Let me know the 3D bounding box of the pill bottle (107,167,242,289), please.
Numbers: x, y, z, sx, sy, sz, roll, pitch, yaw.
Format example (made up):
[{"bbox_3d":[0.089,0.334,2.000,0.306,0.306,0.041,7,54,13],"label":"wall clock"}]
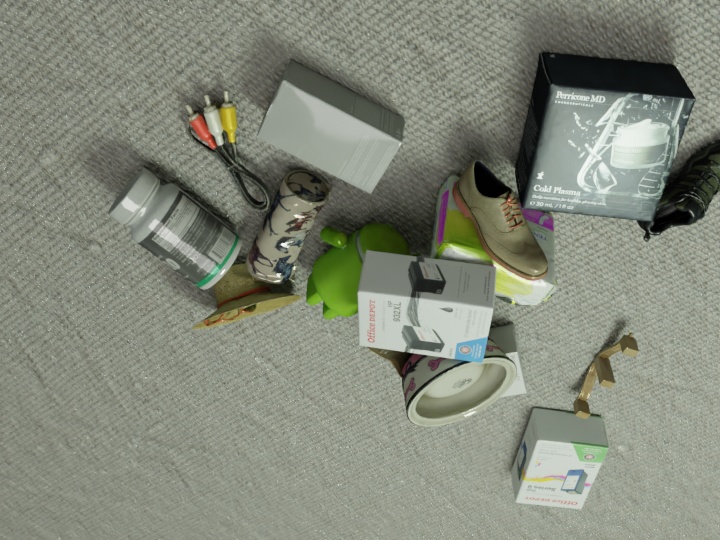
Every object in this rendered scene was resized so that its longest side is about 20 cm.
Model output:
[{"bbox_3d":[-0.302,-0.069,1.273,0.200,0.114,0.113,39,121,-22],"label":"pill bottle"}]

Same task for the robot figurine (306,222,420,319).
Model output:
[{"bbox_3d":[0.000,0.000,1.297,0.199,0.116,0.175,-34,120,26],"label":"robot figurine"}]

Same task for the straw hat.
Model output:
[{"bbox_3d":[-0.208,0.034,1.354,0.199,0.201,0.086,-19,82,18],"label":"straw hat"}]

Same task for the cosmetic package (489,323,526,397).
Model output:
[{"bbox_3d":[0.198,0.178,1.435,0.198,0.085,0.108,-12,122,15],"label":"cosmetic package"}]

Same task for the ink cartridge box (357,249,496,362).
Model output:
[{"bbox_3d":[0.098,0.056,1.180,0.198,0.084,0.146,7,142,7],"label":"ink cartridge box"}]

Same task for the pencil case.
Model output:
[{"bbox_3d":[-0.117,-0.070,1.278,0.089,0.078,0.201,11,129,-25],"label":"pencil case"}]

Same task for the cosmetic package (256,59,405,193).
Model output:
[{"bbox_3d":[-0.044,-0.213,1.161,0.199,0.091,0.107,28,125,-12],"label":"cosmetic package"}]

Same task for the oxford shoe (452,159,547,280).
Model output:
[{"bbox_3d":[0.208,-0.074,1.137,0.201,0.070,0.075,52,152,19],"label":"oxford shoe"}]

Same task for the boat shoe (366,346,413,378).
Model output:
[{"bbox_3d":[0.071,0.128,1.332,0.074,0.067,0.200,-35,130,12],"label":"boat shoe"}]

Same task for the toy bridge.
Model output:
[{"bbox_3d":[0.448,0.184,1.428,0.027,0.068,0.201,16,128,-8],"label":"toy bridge"}]

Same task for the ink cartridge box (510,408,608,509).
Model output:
[{"bbox_3d":[0.399,0.384,1.572,0.144,0.088,0.201,7,129,-1],"label":"ink cartridge box"}]

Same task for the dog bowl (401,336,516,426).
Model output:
[{"bbox_3d":[0.157,0.177,1.302,0.198,0.074,0.201,-16,143,-12],"label":"dog bowl"}]

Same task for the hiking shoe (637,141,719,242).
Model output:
[{"bbox_3d":[0.511,-0.114,1.176,0.076,0.101,0.200,38,121,-23],"label":"hiking shoe"}]

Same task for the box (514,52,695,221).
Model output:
[{"bbox_3d":[0.341,-0.192,1.121,0.198,0.124,0.198,5,126,1],"label":"box"}]

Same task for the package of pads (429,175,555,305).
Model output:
[{"bbox_3d":[0.210,-0.045,1.216,0.198,0.156,0.068,20,141,-10],"label":"package of pads"}]

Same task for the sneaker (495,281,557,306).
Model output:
[{"bbox_3d":[0.240,0.001,1.303,0.198,0.076,0.077,13,128,-7],"label":"sneaker"}]

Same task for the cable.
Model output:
[{"bbox_3d":[-0.210,-0.175,1.206,0.096,0.050,0.202,-14,110,16],"label":"cable"}]
